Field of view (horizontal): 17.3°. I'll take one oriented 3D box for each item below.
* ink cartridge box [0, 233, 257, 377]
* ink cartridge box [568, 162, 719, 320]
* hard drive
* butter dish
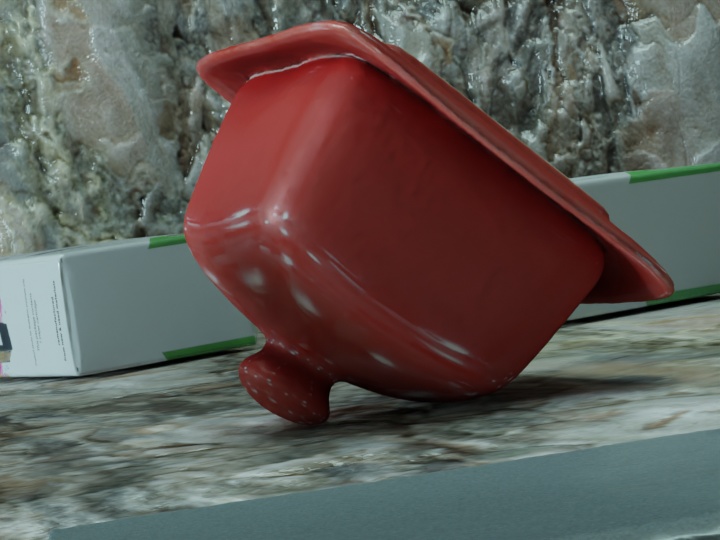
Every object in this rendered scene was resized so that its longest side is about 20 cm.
[{"bbox_3d":[-0.187,0.024,1.637,0.145,0.084,0.200,-9,3,-35],"label":"ink cartridge box"},{"bbox_3d":[0.125,-0.015,1.514,0.146,0.084,0.200,-9,2,-27],"label":"ink cartridge box"},{"bbox_3d":[0.031,0.065,0.507,0.200,0.033,0.140,-9,2,-5],"label":"hard drive"},{"bbox_3d":[0.000,0.000,1.038,0.199,0.148,0.200,38,-13,-18],"label":"butter dish"}]
